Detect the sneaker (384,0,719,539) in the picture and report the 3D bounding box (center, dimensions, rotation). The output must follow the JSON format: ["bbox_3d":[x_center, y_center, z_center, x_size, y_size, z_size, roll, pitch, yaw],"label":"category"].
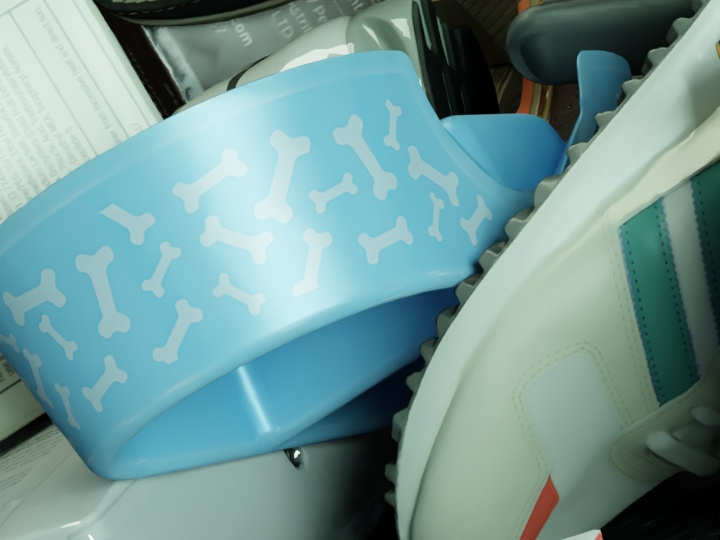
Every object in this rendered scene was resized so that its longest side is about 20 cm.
[{"bbox_3d":[0.088,0.005,0.589,0.200,0.093,0.070,-53,-24,9],"label":"sneaker"}]

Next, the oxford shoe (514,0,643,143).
[{"bbox_3d":[0.082,-0.066,0.774,0.072,0.201,0.071,-4,-21,35],"label":"oxford shoe"}]

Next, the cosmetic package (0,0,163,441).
[{"bbox_3d":[-0.140,0.012,0.725,0.200,0.105,0.071,-31,7,-16],"label":"cosmetic package"}]

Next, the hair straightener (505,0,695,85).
[{"bbox_3d":[0.134,-0.056,0.707,0.199,0.077,0.041,1,-25,4],"label":"hair straightener"}]

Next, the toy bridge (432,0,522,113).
[{"bbox_3d":[-0.005,-0.005,0.924,0.200,0.067,0.027,-50,15,-17],"label":"toy bridge"}]

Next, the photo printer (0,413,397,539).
[{"bbox_3d":[-0.076,0.075,0.728,0.166,0.070,0.200,-26,10,23],"label":"photo printer"}]

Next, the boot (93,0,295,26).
[{"bbox_3d":[-0.027,-0.121,0.833,0.200,0.073,0.151,-15,0,26],"label":"boot"}]

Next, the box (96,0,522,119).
[{"bbox_3d":[-0.001,-0.088,1.052,0.164,0.166,0.200,-33,9,-8],"label":"box"}]

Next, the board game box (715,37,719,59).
[{"bbox_3d":[0.155,-0.021,0.450,0.165,0.057,0.200,-30,23,10],"label":"board game box"}]

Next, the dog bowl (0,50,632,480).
[{"bbox_3d":[0.000,0.000,0.647,0.111,0.050,0.200,-34,-14,30],"label":"dog bowl"}]

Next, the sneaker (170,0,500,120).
[{"bbox_3d":[-0.004,-0.032,0.834,0.088,0.074,0.200,-15,-13,11],"label":"sneaker"}]

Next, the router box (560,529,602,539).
[{"bbox_3d":[-0.060,0.129,0.459,0.200,0.049,0.179,-24,11,34],"label":"router box"}]
